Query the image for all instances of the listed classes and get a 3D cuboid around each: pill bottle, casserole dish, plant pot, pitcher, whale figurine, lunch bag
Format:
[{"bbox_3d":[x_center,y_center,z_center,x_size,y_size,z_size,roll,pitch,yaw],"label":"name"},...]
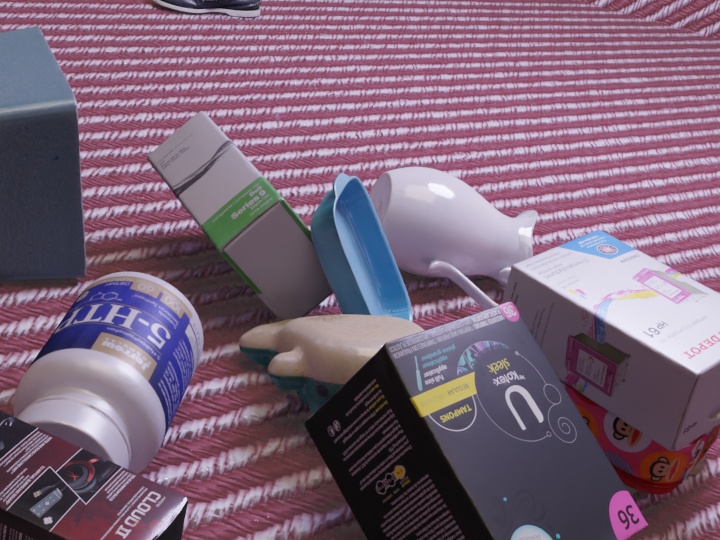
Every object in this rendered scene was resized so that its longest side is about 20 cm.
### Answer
[{"bbox_3d":[-0.204,0.097,0.874,0.119,0.120,0.200,14,29,-1],"label":"pill bottle"},{"bbox_3d":[0.000,0.000,1.113,0.039,0.201,0.121,-15,21,20],"label":"casserole dish"},{"bbox_3d":[-0.392,-0.109,1.084,0.199,0.198,0.196,-9,36,-23],"label":"plant pot"},{"bbox_3d":[0.108,-0.027,1.263,0.199,0.121,0.172,17,42,-19],"label":"pitcher"},{"bbox_3d":[-0.023,0.095,1.013,0.199,0.105,0.159,7,13,41],"label":"whale figurine"},{"bbox_3d":[0.257,0.111,1.050,0.176,0.082,0.200,30,33,25],"label":"lunch bag"}]

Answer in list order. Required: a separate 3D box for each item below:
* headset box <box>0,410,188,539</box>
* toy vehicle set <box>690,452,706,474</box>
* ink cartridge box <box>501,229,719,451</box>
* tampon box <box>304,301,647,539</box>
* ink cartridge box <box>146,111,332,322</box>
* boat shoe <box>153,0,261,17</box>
[{"bbox_3d":[-0.201,0.185,0.691,0.199,0.149,0.075,22,31,12],"label":"headset box"},{"bbox_3d":[0.222,0.149,1.082,0.198,0.027,0.124,4,31,-19],"label":"toy vehicle set"},{"bbox_3d":[0.244,0.055,0.984,0.144,0.085,0.200,-20,42,-41],"label":"ink cartridge box"},{"bbox_3d":[0.085,0.152,0.833,0.149,0.126,0.201,-16,67,-42],"label":"tampon box"},{"bbox_3d":[-0.120,-0.056,1.146,0.084,0.146,0.200,-41,46,-2],"label":"ink cartridge box"},{"bbox_3d":[-0.264,-0.488,1.926,0.198,0.066,0.075,2,32,-23],"label":"boat shoe"}]
